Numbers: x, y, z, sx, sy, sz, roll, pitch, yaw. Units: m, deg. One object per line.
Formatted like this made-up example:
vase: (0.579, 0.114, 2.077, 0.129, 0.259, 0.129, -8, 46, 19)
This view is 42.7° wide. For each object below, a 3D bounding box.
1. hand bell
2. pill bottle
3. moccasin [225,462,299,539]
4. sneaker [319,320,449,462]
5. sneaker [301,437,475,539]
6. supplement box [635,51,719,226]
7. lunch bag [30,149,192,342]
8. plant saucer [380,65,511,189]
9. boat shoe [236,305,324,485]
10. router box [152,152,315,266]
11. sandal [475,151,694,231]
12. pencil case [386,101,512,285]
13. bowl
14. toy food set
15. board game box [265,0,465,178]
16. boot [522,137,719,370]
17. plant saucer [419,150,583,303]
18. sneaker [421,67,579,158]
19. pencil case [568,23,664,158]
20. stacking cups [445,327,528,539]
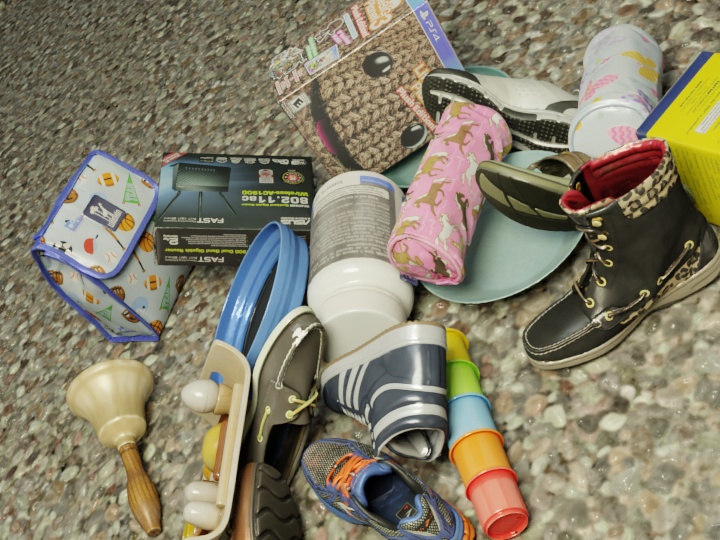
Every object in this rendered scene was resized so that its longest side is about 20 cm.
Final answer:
hand bell: (-0.257, 0.208, 1.025, 0.104, 0.104, 0.201, -34, 51, 6)
pill bottle: (0.000, 0.000, 0.977, 0.113, 0.114, 0.202, -22, 41, 21)
moccasin: (-0.095, 0.272, 0.817, 0.077, 0.073, 0.204, -23, 60, 31)
sneaker: (0.017, 0.129, 0.842, 0.200, 0.069, 0.110, -41, 46, 54)
sneaker: (0.014, 0.190, 0.810, 0.199, 0.079, 0.076, 16, 63, 46)
supplement box: (0.358, -0.098, 0.786, 0.110, 0.109, 0.199, -48, 39, -10)
lunch bag: (-0.315, -0.030, 1.192, 0.122, 0.201, 0.172, -6, 47, 34)
plant saucer: (0.104, -0.165, 1.116, 0.198, 0.036, 0.202, -22, 41, 20)
boat shoe: (-0.071, 0.133, 0.889, 0.060, 0.071, 0.203, 36, 117, 35)
router box: (-0.153, -0.076, 1.137, 0.197, 0.063, 0.151, 0, 43, -8)
sandal: (0.206, -0.077, 0.857, 0.198, 0.080, 0.058, 7, 63, 11)
pencil case: (0.094, -0.079, 0.934, 0.082, 0.087, 0.202, 16, 58, 11)
bowl: (-0.112, 0.047, 1.010, 0.201, 0.039, 0.202, -54, 24, 38)
toy food set: (-0.156, 0.186, 0.869, 0.144, 0.060, 0.202, 119, 161, -49)
board game box: (0.017, -0.217, 1.081, 0.199, 0.160, 0.097, -32, 39, 9)
boot: (0.206, -0.011, 0.790, 0.198, 0.151, 0.074, -30, 39, 11)
plant saucer: (0.150, -0.038, 0.953, 0.199, 0.039, 0.203, -22, 43, 21)
sneaker: (0.163, -0.178, 1.015, 0.198, 0.074, 0.080, 22, 50, 8)
pencil case: (0.257, -0.173, 0.927, 0.091, 0.083, 0.201, -49, 10, 37)
stacking cups: (0.094, 0.144, 0.814, 0.060, 0.061, 0.201, -29, 44, 13)
